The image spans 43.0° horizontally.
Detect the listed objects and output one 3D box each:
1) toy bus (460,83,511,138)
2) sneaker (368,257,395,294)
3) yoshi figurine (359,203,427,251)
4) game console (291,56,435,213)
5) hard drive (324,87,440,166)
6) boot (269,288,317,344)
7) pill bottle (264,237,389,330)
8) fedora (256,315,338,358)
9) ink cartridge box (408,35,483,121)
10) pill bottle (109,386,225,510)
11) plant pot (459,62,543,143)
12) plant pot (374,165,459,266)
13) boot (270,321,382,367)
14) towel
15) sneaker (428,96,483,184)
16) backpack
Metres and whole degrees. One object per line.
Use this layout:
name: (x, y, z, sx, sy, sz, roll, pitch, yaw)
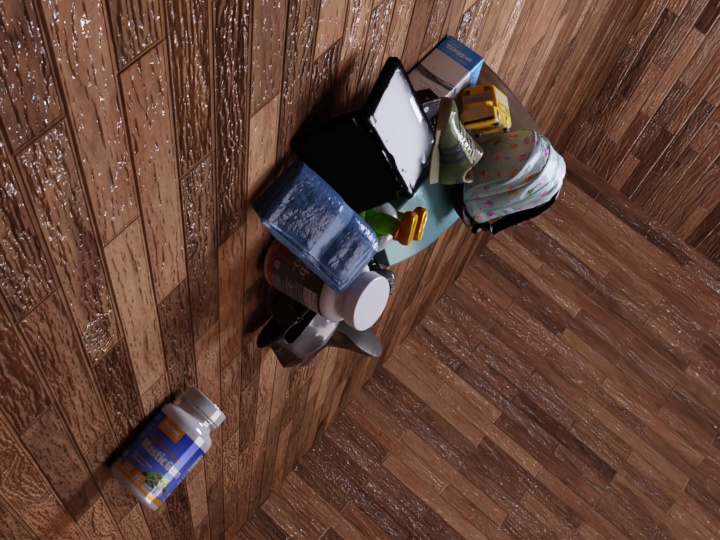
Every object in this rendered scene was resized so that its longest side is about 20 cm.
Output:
toy bus: (0.224, -0.283, 1.631, 0.064, 0.080, 0.200, -8, -179, 17)
sneaker: (0.000, 0.000, 1.625, 0.199, 0.075, 0.093, -2, -106, 59)
yoshi figurine: (0.011, -0.114, 1.531, 0.113, 0.197, 0.113, 79, 33, -52)
game console: (0.012, -0.198, 1.387, 0.178, 0.115, 0.201, -65, 147, -21)
hard drive: (0.029, -0.201, 1.452, 0.197, 0.038, 0.141, -23, 142, -25)
boot: (-0.082, 0.025, 1.640, 0.200, 0.072, 0.167, -48, -152, 10)
pill bottle: (-0.056, 0.013, 1.517, 0.115, 0.198, 0.117, -37, 141, -37)
fedora: (-0.102, 0.098, 1.766, 0.201, 0.090, 0.177, -51, -164, -10)
ink cartridge box: (0.117, -0.293, 1.617, 0.200, 0.084, 0.147, -46, 166, -27)
pill bottle: (-0.331, 0.305, 1.593, 0.201, 0.112, 0.112, -49, 168, -16)
plant pot: (0.276, -0.303, 1.917, 0.187, 0.199, 0.187, -48, 168, -13)
plant pot: (0.068, -0.113, 1.699, 0.200, 0.140, 0.143, -46, 135, -28)
boot: (-0.076, 0.166, 1.930, 0.200, 0.185, 0.065, -43, -161, 40)
towel: (-0.061, -0.064, 1.375, 0.112, 0.200, 0.048, -48, -149, -2)
sneaker: (0.166, -0.215, 1.547, 0.201, 0.088, 0.068, 92, 5, -58)
backpack: (0.266, -0.168, 1.647, 0.198, 0.126, 0.170, -12, -122, 42)
